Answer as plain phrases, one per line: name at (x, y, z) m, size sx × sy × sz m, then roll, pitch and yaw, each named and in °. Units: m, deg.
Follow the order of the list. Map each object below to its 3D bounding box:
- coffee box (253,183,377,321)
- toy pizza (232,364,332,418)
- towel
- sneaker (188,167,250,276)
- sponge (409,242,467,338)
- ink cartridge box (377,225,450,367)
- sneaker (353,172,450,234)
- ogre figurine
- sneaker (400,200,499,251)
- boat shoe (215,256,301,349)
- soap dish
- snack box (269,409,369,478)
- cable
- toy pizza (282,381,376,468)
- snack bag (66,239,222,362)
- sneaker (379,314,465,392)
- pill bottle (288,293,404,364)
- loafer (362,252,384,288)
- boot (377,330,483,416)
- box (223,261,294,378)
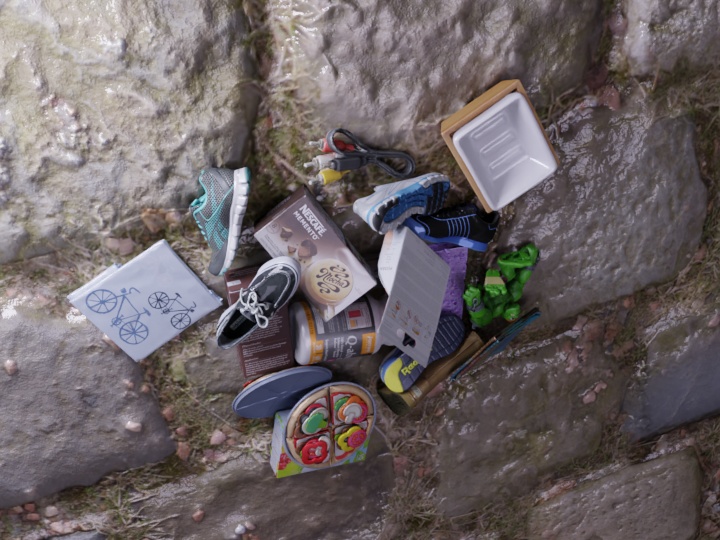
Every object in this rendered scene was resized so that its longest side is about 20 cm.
coffee box at (-0.077, -0.030, 1.504) m, size 0.113 × 0.080 × 0.200 m, roll -36°, pitch 108°, yaw 7°
toy pizza at (-0.151, 0.224, 1.693) m, size 0.199 × 0.032 × 0.200 m, roll -18°, pitch 154°, yaw -9°
towel at (0.269, 0.147, 1.749) m, size 0.200 × 0.022 × 0.147 m, roll -24°, pitch 159°, yaw -52°
sneaker at (-0.239, -0.085, 1.460) m, size 0.091 × 0.078 × 0.201 m, roll 11°, pitch 116°, yaw -9°
sponge at (0.146, 0.038, 1.708) m, size 0.111 × 0.030 × 0.201 m, roll -10°, pitch 126°, yaw -13°
ink cartridge box at (0.082, 0.047, 1.547) m, size 0.162 × 0.050 × 0.201 m, roll 39°, pitch 61°, yaw -44°
sneaker at (0.071, -0.131, 1.540) m, size 0.200 × 0.087 × 0.075 m, roll -22°, pitch 127°, yaw -36°
ogre figurine at (0.270, 0.037, 1.715) m, size 0.098 × 0.200 × 0.120 m, roll 20°, pitch 139°, yaw 18°
sneaker at (0.164, -0.092, 1.607) m, size 0.199 × 0.070 × 0.078 m, roll 9°, pitch 116°, yaw -33°
boat shoe at (-0.174, 0.058, 1.469) m, size 0.199 × 0.068 × 0.074 m, roll -38°, pitch 108°, yaw 23°
soap dish at (0.239, -0.217, 1.535) m, size 0.157 × 0.081 × 0.200 m, roll -34°, pitch 128°, yaw 4°
snack box at (-0.079, 0.338, 1.806) m, size 0.199 × 0.053 × 0.143 m, roll -6°, pitch 127°, yaw -25°
cable at (0.001, -0.196, 1.498) m, size 0.199 × 0.050 × 0.098 m, roll -8°, pitch 111°, yaw -31°
toy pizza at (-0.056, 0.308, 1.733) m, size 0.199 × 0.032 × 0.201 m, roll -12°, pitch 120°, yaw -22°
snack bag at (-0.366, 0.050, 1.525) m, size 0.200 × 0.021 × 0.189 m, roll -34°, pitch 129°, yaw 4°
sneaker at (0.114, 0.152, 1.721) m, size 0.200 × 0.082 × 0.074 m, roll -36°, pitch 102°, yaw -14°
pill bottle at (-0.026, 0.103, 1.633) m, size 0.199 × 0.117 × 0.117 m, roll -7°, pitch 125°, yaw -16°
loafer at (0.000, 0.000, 1.617) m, size 0.199 × 0.063 × 0.072 m, roll -6°, pitch 149°, yaw -13°
boot at (0.142, 0.207, 1.787) m, size 0.200 × 0.175 × 0.066 m, roll -39°, pitch 96°, yaw -18°
box at (-0.181, 0.089, 1.592) m, size 0.100 × 0.075 × 0.201 m, roll -12°, pitch 128°, yaw -12°
